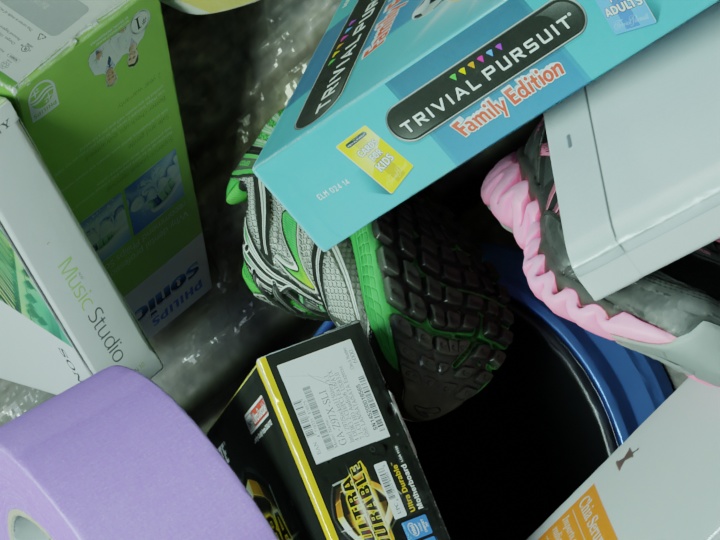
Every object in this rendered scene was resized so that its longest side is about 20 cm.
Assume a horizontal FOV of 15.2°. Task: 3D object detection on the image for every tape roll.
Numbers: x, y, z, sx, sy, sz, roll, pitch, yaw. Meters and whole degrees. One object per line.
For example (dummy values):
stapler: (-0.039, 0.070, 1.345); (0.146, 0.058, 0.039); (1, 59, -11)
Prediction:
tape roll: (-0.077, 0.139, 1.072); (0.200, 0.066, 0.200); (49, 158, 28)

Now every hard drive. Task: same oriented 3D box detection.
hard drive: (0.158, -0.080, 0.957); (0.200, 0.132, 0.027); (-28, 124, 17)

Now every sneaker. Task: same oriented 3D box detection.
sneaker: (0.000, 0.000, 1.113); (0.085, 0.078, 0.200); (-48, 34, 17)
sneaker: (0.108, -0.028, 1.024); (0.095, 0.079, 0.200); (-57, 24, 13)

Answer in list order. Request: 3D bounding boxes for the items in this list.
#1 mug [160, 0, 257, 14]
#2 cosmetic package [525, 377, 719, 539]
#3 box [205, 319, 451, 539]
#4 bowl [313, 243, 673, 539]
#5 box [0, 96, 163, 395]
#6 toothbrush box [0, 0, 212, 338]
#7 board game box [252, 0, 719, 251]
mug: (-0.071, -0.185, 1.115); (0.149, 0.187, 0.153); (-18, 114, 15)
cosmetic package: (0.143, 0.090, 0.989); (0.071, 0.101, 0.200); (40, 102, -20)
box: (-0.007, 0.120, 1.078); (0.160, 0.049, 0.200); (66, 165, 8)
bowl: (0.048, 0.089, 1.153); (0.200, 0.039, 0.201); (7, 101, 37)
box: (-0.183, -0.018, 1.173); (0.200, 0.036, 0.145); (10, 136, 49)
toothbrush box: (-0.154, -0.067, 1.200); (0.146, 0.086, 0.200); (35, 153, 29)
board game box: (0.062, -0.107, 1.026); (0.200, 0.151, 0.047); (-32, 109, 30)
